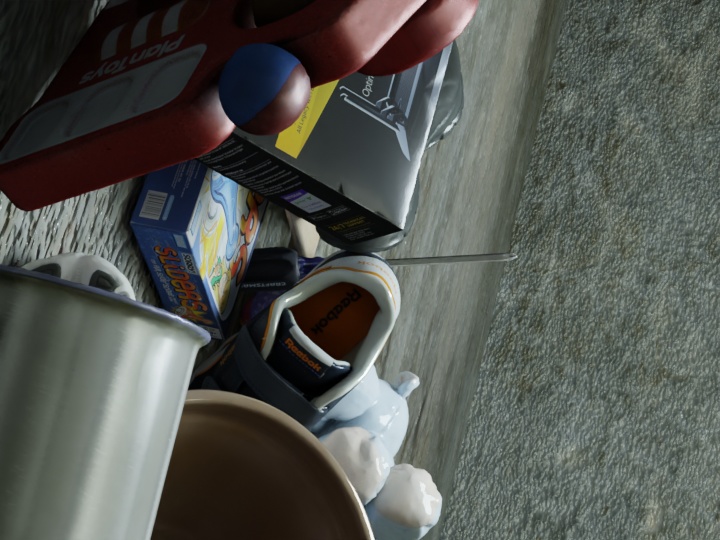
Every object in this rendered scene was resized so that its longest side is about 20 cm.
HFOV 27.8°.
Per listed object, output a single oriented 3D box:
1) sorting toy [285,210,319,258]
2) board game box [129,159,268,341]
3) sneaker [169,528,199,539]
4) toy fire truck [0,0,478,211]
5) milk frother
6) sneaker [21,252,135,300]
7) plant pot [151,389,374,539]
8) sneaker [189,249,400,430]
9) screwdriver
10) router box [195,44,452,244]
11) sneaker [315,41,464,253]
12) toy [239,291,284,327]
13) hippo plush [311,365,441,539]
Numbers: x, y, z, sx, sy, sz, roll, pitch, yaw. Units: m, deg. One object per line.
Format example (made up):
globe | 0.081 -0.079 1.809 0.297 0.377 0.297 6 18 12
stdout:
sorting toy | -0.027 -0.120 0.923 0.200 0.036 0.186 91 13 -68
board game box | -0.078 -0.077 0.866 0.136 0.034 0.201 82 21 -62
sneaker | -0.112 0.220 0.836 0.076 0.080 0.201 66 42 -68
toy fire truck | -0.047 -0.101 0.599 0.112 0.199 0.168 55 38 -32
milk frother | -0.100 0.101 0.501 0.181 0.199 0.189 47 54 -72
sneaker | -0.133 0.095 0.654 0.083 0.080 0.201 81 21 -76
plant pot | -0.095 0.170 0.765 0.093 0.200 0.202 -26 -140 53
sneaker | -0.053 0.067 0.878 0.200 0.078 0.079 -51 -175 1
screwdriver | 0.000 0.000 0.929 0.028 0.199 0.029 -90 -178 -66
router box | -0.026 -0.138 0.780 0.052 0.157 0.201 -14 -126 52
sneaker | 0.022 -0.108 0.905 0.091 0.075 0.201 86 14 -51
toy | -0.053 0.025 1.039 0.115 0.047 0.200 -55 179 1
hippo plush | 0.003 0.133 1.085 0.200 0.159 0.161 41 44 -28
